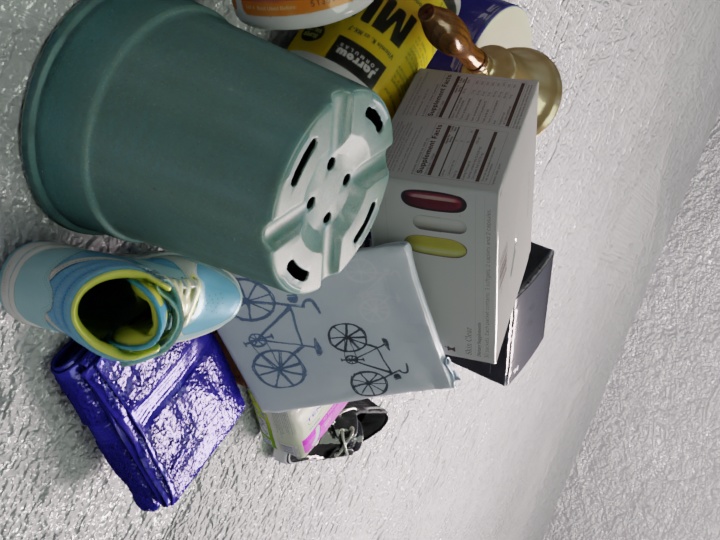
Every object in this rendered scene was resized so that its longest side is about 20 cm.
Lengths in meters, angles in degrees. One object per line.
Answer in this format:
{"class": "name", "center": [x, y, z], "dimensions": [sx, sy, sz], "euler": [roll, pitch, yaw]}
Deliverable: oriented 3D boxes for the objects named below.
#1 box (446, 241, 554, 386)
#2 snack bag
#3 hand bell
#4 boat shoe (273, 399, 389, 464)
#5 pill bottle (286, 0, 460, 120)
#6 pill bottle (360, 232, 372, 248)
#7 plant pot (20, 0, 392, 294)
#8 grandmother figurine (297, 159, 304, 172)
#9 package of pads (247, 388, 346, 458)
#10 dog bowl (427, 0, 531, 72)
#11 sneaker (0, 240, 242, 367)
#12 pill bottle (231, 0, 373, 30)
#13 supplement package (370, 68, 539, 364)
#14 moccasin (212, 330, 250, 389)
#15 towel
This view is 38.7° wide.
{"class": "box", "center": [0.120, 0.024, 1.240], "dimensions": [0.104, 0.200, 0.148], "euler": [-45, 148, -38]}
{"class": "snack bag", "center": [-0.028, 0.049, 0.898], "dimensions": [0.021, 0.200, 0.189], "euler": [-82, 157, -47]}
{"class": "hand bell", "center": [0.100, -0.191, 0.922], "dimensions": [0.200, 0.104, 0.104], "euler": [24, 90, -58]}
{"class": "boat shoe", "center": [-0.030, 0.197, 1.251], "dimensions": [0.200, 0.068, 0.072], "euler": [-9, 119, -61]}
{"class": "pill bottle", "center": [-0.004, -0.188, 0.917], "dimensions": [0.200, 0.114, 0.114], "euler": [-59, 154, -16]}
{"class": "pill bottle", "center": [0.000, 0.000, 1.028], "dimensions": [0.112, 0.112, 0.200], "euler": [31, 64, -65]}
{"class": "plant pot", "center": [-0.095, -0.086, 0.730], "dimensions": [0.200, 0.196, 0.200], "euler": [-45, 148, -39]}
{"class": "grandmother figurine", "center": [-0.083, -0.044, 0.875], "dimensions": [0.200, 0.121, 0.061], "euler": [-46, -173, 34]}
{"class": "package of pads", "center": [-0.042, 0.089, 1.134], "dimensions": [0.200, 0.068, 0.155], "euler": [-52, 152, -30]}
{"class": "dog bowl", "center": [0.108, -0.201, 1.118], "dimensions": [0.200, 0.079, 0.200], "euler": [-44, 147, -40]}
{"class": "sneaker", "center": [-0.145, 0.030, 0.746], "dimensions": [0.200, 0.130, 0.080], "euler": [3, 100, -43]}
{"class": "pill bottle", "center": [-0.054, -0.282, 0.723], "dimensions": [0.112, 0.112, 0.200], "euler": [-42, 134, -41]}
{"class": "supplement package", "center": [0.084, -0.047, 0.901], "dimensions": [0.200, 0.111, 0.156], "euler": [83, 24, -43]}
{"class": "moccasin", "center": [-0.084, 0.015, 0.975], "dimensions": [0.074, 0.078, 0.202], "euler": [19, 94, -65]}
{"class": "towel", "center": [-0.169, 0.102, 0.885], "dimensions": [0.148, 0.049, 0.200], "euler": [-49, 141, -32]}
